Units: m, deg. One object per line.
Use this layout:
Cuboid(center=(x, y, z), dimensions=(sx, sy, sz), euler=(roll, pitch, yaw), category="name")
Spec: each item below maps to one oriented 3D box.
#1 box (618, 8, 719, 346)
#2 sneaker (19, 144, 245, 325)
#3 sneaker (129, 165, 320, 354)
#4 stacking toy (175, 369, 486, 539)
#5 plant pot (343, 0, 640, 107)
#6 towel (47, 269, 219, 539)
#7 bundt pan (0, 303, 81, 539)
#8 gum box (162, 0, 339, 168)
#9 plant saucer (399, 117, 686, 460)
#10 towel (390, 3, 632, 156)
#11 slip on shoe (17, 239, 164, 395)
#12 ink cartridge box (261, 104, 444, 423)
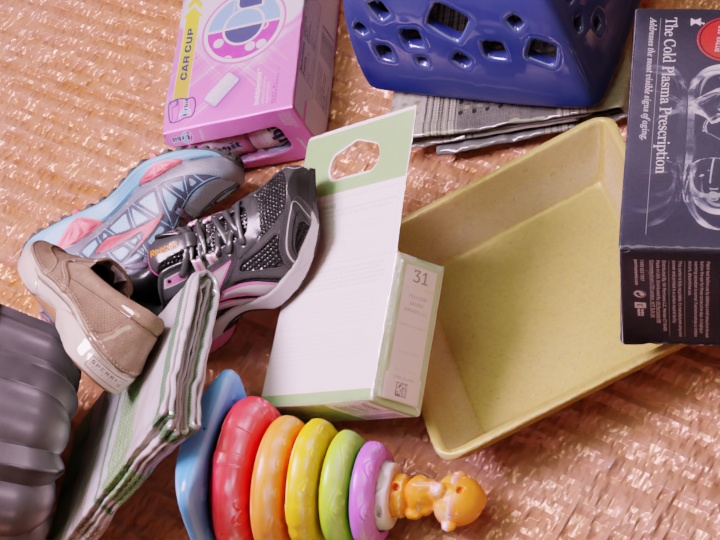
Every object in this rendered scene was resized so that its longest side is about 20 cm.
Cuboid(center=(0.257, -0.059, 1.155), dimensions=(0.180, 0.104, 0.201), euler=(2, 54, 10), category="box")
Cuboid(center=(-0.164, -0.017, 1.422), dimensions=(0.199, 0.079, 0.096), euler=(-32, 62, 14), category="sneaker")
Cuboid(center=(-0.104, -0.005, 1.307), dimensions=(0.200, 0.086, 0.081), euler=(-46, 41, 37), category="sneaker")
Cuboid(center=(-0.013, 0.143, 1.218), dimensions=(0.198, 0.110, 0.117), euler=(3, 51, 17), category="stacking toy")
Cuboid(center=(0.090, -0.253, 1.327), dimensions=(0.199, 0.180, 0.201), euler=(8, 60, 29), category="plant pot")
Cuboid(center=(-0.157, 0.109, 1.277), dimensions=(0.200, 0.031, 0.150), euler=(-50, 21, 38), category="towel")
Cuboid(center=(-0.247, 0.125, 1.304), dimensions=(0.075, 0.202, 0.203), euler=(12, 58, -12), category="bundt pan")
Cuboid(center=(-0.084, -0.172, 1.474), dimensions=(0.113, 0.066, 0.201), euler=(-9, 55, 21), category="gum box")
Cuboid(center=(0.120, 0.018, 1.252), dimensions=(0.199, 0.049, 0.201), euler=(-27, 51, 9), category="plant saucer")
Cuboid(center=(0.117, -0.176, 1.399), dimensions=(0.191, 0.035, 0.201), euler=(-6, 55, 21), category="towel")
Cuboid(center=(-0.190, 0.018, 1.311), dimensions=(0.061, 0.076, 0.200), euler=(-47, 28, 2), category="slip on shoe")
Cuboid(center=(0.000, 0.000, 1.262), dimensions=(0.145, 0.048, 0.202), euler=(-11, 64, 56), category="ink cartridge box")
